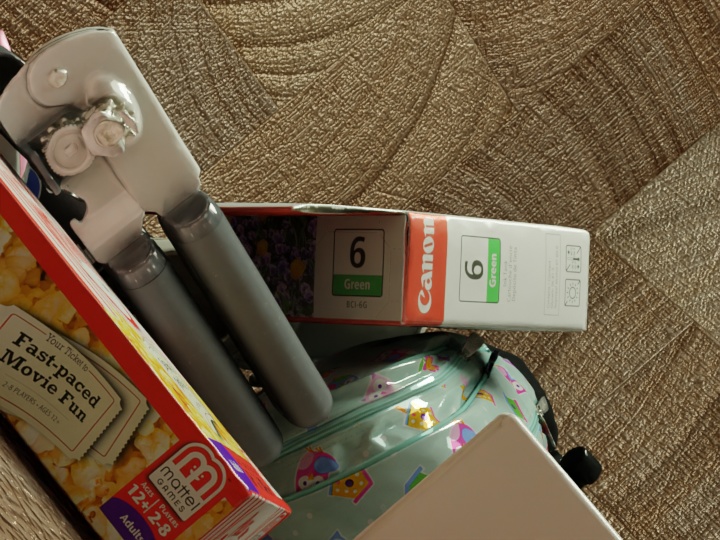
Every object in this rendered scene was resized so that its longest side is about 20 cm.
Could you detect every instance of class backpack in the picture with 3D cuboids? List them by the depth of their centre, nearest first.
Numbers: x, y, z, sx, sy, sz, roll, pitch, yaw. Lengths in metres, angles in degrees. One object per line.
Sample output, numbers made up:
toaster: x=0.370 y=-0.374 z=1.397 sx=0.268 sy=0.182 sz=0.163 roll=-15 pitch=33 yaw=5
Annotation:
backpack: x=0.007 y=0.098 z=0.905 sx=0.127 sy=0.166 sz=0.200 roll=59 pitch=12 yaw=0

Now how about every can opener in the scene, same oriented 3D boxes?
can opener: x=-0.075 y=-0.011 z=0.761 sx=0.201 sy=0.053 sz=0.066 roll=58 pitch=-12 yaw=-30

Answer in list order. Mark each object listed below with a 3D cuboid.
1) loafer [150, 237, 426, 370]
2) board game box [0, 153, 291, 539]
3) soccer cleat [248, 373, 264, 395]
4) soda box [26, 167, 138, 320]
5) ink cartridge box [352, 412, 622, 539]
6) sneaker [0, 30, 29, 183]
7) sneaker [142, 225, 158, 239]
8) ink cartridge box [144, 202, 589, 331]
loafer: x=-0.060 y=0.018 z=0.968 sx=0.070 sy=0.199 sz=0.070 roll=-147 pitch=-119 yaw=-73
board game box: x=-0.108 y=0.016 z=0.671 sx=0.200 sy=0.046 sz=0.152 roll=50 pitch=-4 yaw=8
soccer cleat: x=-0.016 y=0.101 z=1.097 sx=0.200 sy=0.086 sz=0.070 roll=102 pitch=-27 yaw=-63
soda box: x=-0.152 y=-0.033 z=0.868 sx=0.200 sy=0.063 sz=0.071 roll=49 pitch=-4 yaw=37
ink cartridge box: x=0.059 y=0.160 z=0.716 sx=0.129 sy=0.125 sz=0.200 roll=49 pitch=-4 yaw=23
sneaker: x=-0.198 y=-0.090 z=0.829 sx=0.200 sy=0.079 sz=0.096 roll=50 pitch=-14 yaw=19
sneaker: x=-0.102 y=0.033 z=1.033 sx=0.200 sy=0.079 sz=0.075 roll=52 pitch=-4 yaw=9
ink cartridge box: x=0.000 y=0.000 z=0.873 sx=0.108 sy=0.051 sz=0.199 roll=2 pitch=-1 yaw=41
